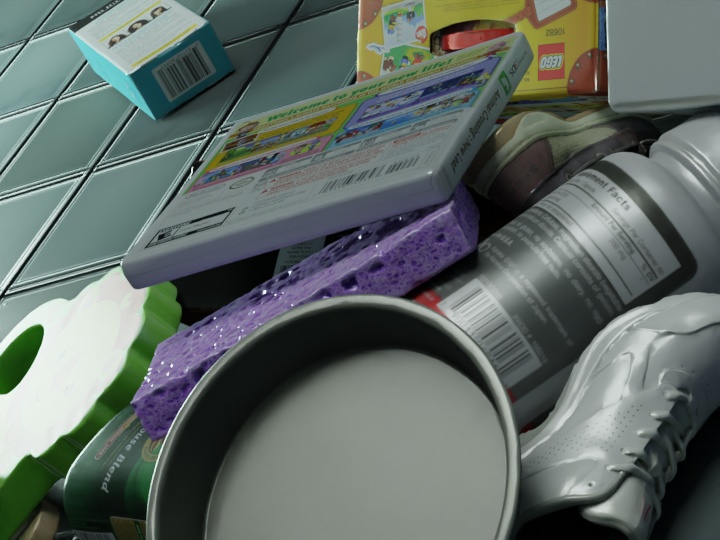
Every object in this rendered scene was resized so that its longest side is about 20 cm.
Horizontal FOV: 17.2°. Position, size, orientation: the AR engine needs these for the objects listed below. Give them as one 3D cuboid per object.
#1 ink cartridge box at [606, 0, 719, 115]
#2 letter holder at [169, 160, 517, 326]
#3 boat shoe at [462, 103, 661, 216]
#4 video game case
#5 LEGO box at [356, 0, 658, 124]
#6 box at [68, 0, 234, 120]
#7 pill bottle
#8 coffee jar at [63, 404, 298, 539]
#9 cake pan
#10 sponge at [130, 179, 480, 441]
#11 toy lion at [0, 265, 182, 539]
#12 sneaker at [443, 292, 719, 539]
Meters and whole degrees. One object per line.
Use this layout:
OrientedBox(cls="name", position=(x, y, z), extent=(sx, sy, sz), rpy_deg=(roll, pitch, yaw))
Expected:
OrientedBox(cls="ink cartridge box", position=(0.223, -0.159, 1.309), extent=(0.083, 0.148, 0.199), rpy_deg=(-2, 1, 41))
OrientedBox(cls="letter holder", position=(0.000, 0.000, 1.435), extent=(0.199, 0.142, 0.101), rpy_deg=(-2, 68, 47))
OrientedBox(cls="boat shoe", position=(0.127, -0.052, 1.361), extent=(0.072, 0.065, 0.200), rpy_deg=(-46, -18, 23))
OrientedBox(cls="video game case", position=(-0.015, -0.062, 1.322), extent=(0.199, 0.022, 0.182), rpy_deg=(-16, 22, 27))
OrientedBox(cls="LEGO box", position=(0.119, -0.136, 1.472), extent=(0.148, 0.078, 0.199), rpy_deg=(2, -2, -43))
OrientedBox(cls="box", position=(-0.179, -0.188, 2.019), extent=(0.082, 0.049, 0.200), rpy_deg=(-34, 25, -8))
OrientedBox(cls="pill bottle", position=(0.124, 0.011, 1.237), extent=(0.199, 0.114, 0.114), rpy_deg=(-34, 25, -9))
OrientedBox(cls="coffee jar", position=(-0.065, 0.122, 1.271), extent=(0.199, 0.086, 0.104), rpy_deg=(3, 42, 50))
OrientedBox(cls="cake pan", position=(-0.009, 0.110, 1.133), extent=(0.199, 0.037, 0.202), rpy_deg=(-12, 63, 24))
OrientedBox(cls="sponge", position=(-0.028, 0.017, 1.263), extent=(0.199, 0.030, 0.112), rpy_deg=(-30, 10, 11))
OrientedBox(cls="toy lion", position=(-0.185, 0.073, 1.447), extent=(0.192, 0.069, 0.200), rpy_deg=(-52, 25, 3))
OrientedBox(cls="sneaker", position=(0.125, 0.095, 1.144), extent=(0.200, 0.078, 0.099), rpy_deg=(-42, 32, -4))
